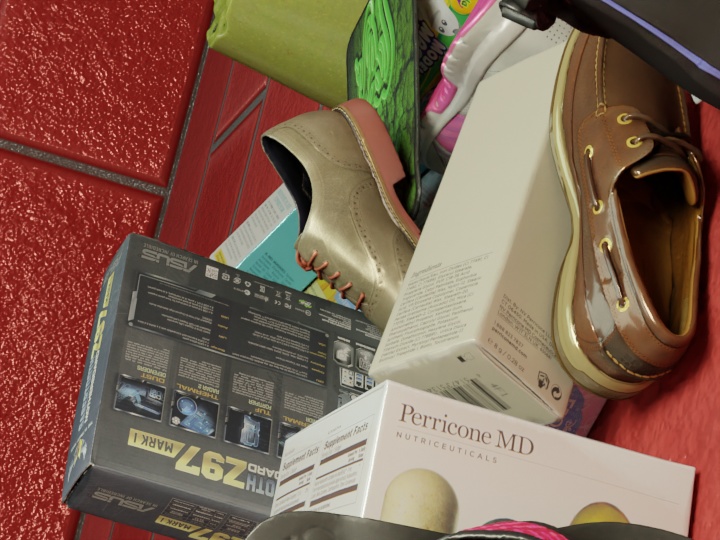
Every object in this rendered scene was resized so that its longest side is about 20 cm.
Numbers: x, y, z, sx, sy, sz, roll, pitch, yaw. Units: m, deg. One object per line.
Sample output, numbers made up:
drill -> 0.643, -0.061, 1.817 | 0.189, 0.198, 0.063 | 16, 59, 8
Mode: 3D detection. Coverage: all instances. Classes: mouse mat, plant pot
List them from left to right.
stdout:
plant pot -> -0.018, -0.211, 1.250 | 0.200, 0.189, 0.201 | -163, 90, -76
mouse mat -> 0.012, -0.098, 0.986 | 0.161, 0.007, 0.201 | 125, 148, -63

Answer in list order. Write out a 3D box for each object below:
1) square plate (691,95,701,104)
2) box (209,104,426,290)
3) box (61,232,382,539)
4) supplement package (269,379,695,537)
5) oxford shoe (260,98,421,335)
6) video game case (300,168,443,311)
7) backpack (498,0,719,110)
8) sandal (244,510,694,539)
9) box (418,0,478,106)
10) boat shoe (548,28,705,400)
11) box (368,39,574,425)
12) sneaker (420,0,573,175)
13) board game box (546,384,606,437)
square plate -> 0.200, -0.207, 0.732 | 0.199, 0.028, 0.201 | -91, 22, -48
box -> -0.021, -0.053, 1.130 | 0.200, 0.049, 0.082 | -44, 18, 3
box -> -0.056, 0.081, 0.868 | 0.051, 0.199, 0.158 | -52, 26, 44
supplement package -> 0.036, 0.175, 0.681 | 0.151, 0.151, 0.201 | 140, 144, -66
oxford shoe -> 0.000, 0.000, 0.877 | 0.071, 0.074, 0.201 | 117, 135, -58
video game case -> 0.018, -0.010, 1.067 | 0.182, 0.023, 0.200 | -44, 18, 3
backpack -> 0.145, -0.132, 0.577 | 0.135, 0.182, 0.200 | -59, 9, 20
sandal -> 0.051, 0.127, 0.584 | 0.045, 0.199, 0.076 | 114, 160, -71
box -> 0.077, -0.175, 1.016 | 0.117, 0.048, 0.200 | -38, -4, -29
boat shoe -> 0.134, -0.042, 0.729 | 0.068, 0.072, 0.201 | 143, 136, -58
box -> 0.079, -0.017, 0.782 | 0.082, 0.068, 0.201 | -20, 38, 47
sneaker -> 0.088, -0.098, 0.920 | 0.082, 0.088, 0.200 | -58, -3, -17
board game box -> 0.069, 0.075, 0.893 | 0.199, 0.043, 0.201 | -99, 29, -57
